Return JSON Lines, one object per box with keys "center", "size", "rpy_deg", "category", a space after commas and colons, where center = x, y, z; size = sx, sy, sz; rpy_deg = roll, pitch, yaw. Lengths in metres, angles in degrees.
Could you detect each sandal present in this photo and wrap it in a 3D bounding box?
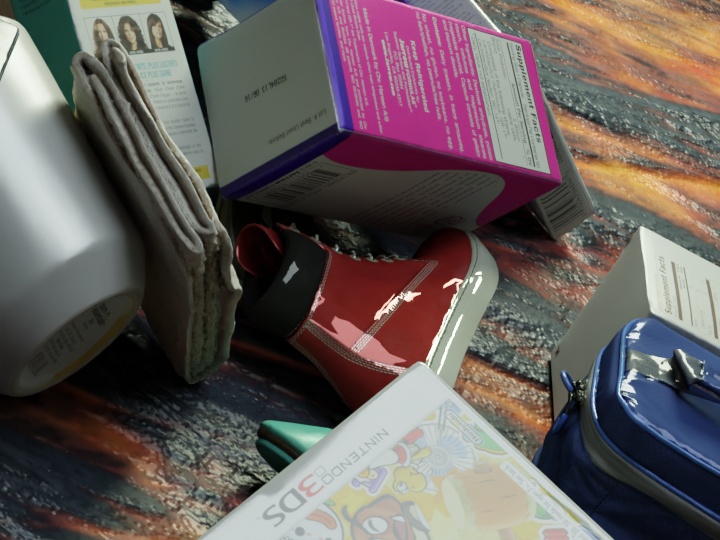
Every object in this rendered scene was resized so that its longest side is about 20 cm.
{"center": [-0.057, -0.055, 1.656], "size": [0.080, 0.057, 0.201], "rpy_deg": [40, 40, -13], "category": "sandal"}

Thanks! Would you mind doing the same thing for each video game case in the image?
{"center": [0.039, 0.161, 1.353], "size": [0.200, 0.023, 0.182], "rpy_deg": [43, 56, 15], "category": "video game case"}

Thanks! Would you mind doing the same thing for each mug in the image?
{"center": [-0.175, -0.026, 1.381], "size": [0.153, 0.150, 0.186], "rpy_deg": [51, 36, 14], "category": "mug"}

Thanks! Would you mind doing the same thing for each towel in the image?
{"center": [-0.106, -0.028, 1.411], "size": [0.034, 0.200, 0.133], "rpy_deg": [-26, 75, -13], "category": "towel"}

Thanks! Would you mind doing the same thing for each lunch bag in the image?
{"center": [0.192, 0.119, 1.563], "size": [0.199, 0.133, 0.136], "rpy_deg": [31, 27, -8], "category": "lunch bag"}

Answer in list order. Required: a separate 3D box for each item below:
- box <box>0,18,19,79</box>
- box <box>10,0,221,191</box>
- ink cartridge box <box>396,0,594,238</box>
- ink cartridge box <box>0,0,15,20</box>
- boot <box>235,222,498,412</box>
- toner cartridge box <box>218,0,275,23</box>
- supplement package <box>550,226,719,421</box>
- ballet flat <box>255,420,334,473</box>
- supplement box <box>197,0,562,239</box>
{"center": [-0.289, -0.057, 1.227], "size": [0.198, 0.200, 0.123], "rpy_deg": [28, 27, -12], "category": "box"}
{"center": [-0.149, -0.133, 1.569], "size": [0.082, 0.049, 0.201], "rpy_deg": [-10, 82, -49], "category": "box"}
{"center": [0.070, -0.140, 1.842], "size": [0.200, 0.043, 0.197], "rpy_deg": [52, -3, 32], "category": "ink cartridge box"}
{"center": [-0.261, -0.219, 1.657], "size": [0.146, 0.083, 0.200], "rpy_deg": [8, 37, -42], "category": "ink cartridge box"}
{"center": [0.000, 0.000, 1.593], "size": [0.144, 0.072, 0.200], "rpy_deg": [39, 29, -8], "category": "boot"}
{"center": [-0.055, -0.177, 1.758], "size": [0.095, 0.043, 0.200], "rpy_deg": [25, 16, -47], "category": "toner cartridge box"}
{"center": [0.229, 0.082, 1.687], "size": [0.199, 0.114, 0.110], "rpy_deg": [27, 27, -13], "category": "supplement package"}
{"center": [0.036, 0.132, 1.427], "size": [0.200, 0.070, 0.067], "rpy_deg": [42, -10, 11], "category": "ballet flat"}
{"center": [0.014, -0.091, 1.623], "size": [0.199, 0.101, 0.104], "rpy_deg": [13, 60, -46], "category": "supplement box"}
